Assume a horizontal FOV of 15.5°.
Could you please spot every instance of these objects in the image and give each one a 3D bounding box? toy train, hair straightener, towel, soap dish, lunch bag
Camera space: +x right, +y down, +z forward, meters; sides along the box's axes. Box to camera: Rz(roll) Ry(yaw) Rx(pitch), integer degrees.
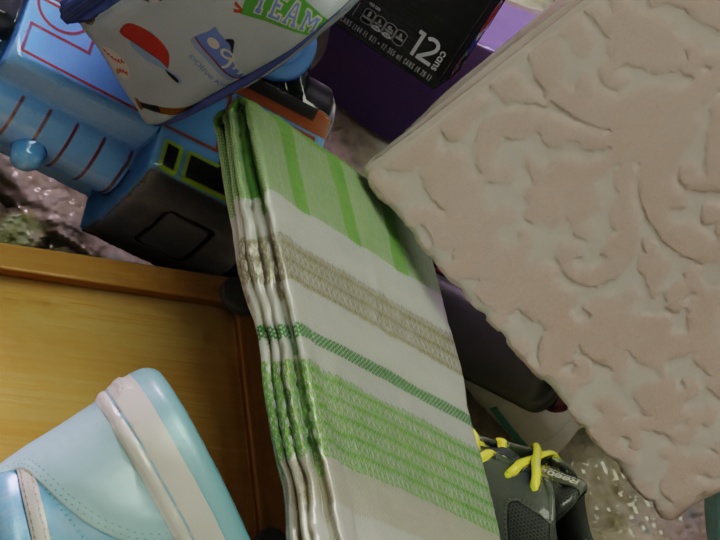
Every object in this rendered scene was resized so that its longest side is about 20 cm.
[{"bbox_3d":[-0.101,-0.079,1.027,0.200,0.087,0.115,27,55,-21],"label":"toy train"},{"bbox_3d":[0.000,0.000,1.088,0.200,0.041,0.077,31,7,15],"label":"hair straightener"},{"bbox_3d":[0.133,-0.025,1.012,0.200,0.191,0.032,49,18,-15],"label":"towel"},{"bbox_3d":[0.001,0.049,0.967,0.149,0.031,0.201,34,39,-56],"label":"towel"},{"bbox_3d":[-0.120,0.065,0.995,0.199,0.081,0.158,9,55,-25],"label":"soap dish"},{"bbox_3d":[-0.006,-0.141,0.962,0.076,0.160,0.200,51,54,-9],"label":"lunch bag"}]

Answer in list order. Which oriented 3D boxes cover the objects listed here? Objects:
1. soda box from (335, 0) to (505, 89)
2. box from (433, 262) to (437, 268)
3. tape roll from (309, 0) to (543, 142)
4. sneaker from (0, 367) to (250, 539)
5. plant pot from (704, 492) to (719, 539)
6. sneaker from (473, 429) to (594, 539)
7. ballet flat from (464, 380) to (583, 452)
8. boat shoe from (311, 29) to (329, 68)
[{"bbox_3d":[-0.030,-0.158,1.108,0.200,0.063,0.071,35,13,2],"label":"soda box"},{"bbox_3d":[0.086,-0.052,1.110,0.064,0.200,0.070,46,49,5],"label":"box"},{"bbox_3d":[0.058,-0.150,1.238,0.199,0.085,0.201,15,53,-21],"label":"tape roll"},{"bbox_3d":[-0.084,0.147,0.903,0.130,0.080,0.201,-25,95,-9],"label":"sneaker"},{"bbox_3d":[0.280,0.078,1.150,0.200,0.200,0.196,45,40,5],"label":"plant pot"},{"bbox_3d":[0.044,0.089,1.058,0.200,0.085,0.074,50,22,2],"label":"sneaker"},{"bbox_3d":[0.125,0.023,1.181,0.200,0.069,0.070,-32,78,-36],"label":"ballet flat"},{"bbox_3d":[-0.074,-0.156,1.183,0.075,0.062,0.200,-14,65,-33],"label":"boat shoe"}]
